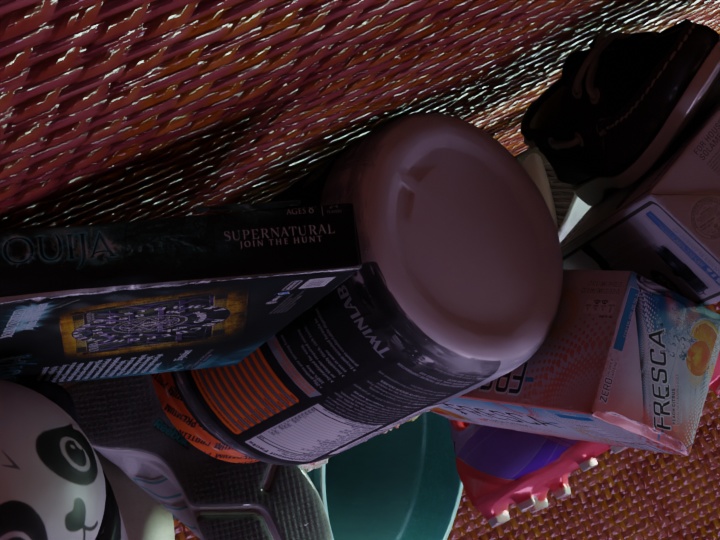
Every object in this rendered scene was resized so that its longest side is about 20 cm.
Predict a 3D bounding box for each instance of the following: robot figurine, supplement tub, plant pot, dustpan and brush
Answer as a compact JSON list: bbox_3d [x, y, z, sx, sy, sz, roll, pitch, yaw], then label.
[{"bbox_3d":[-0.146,0.134,0.726,0.124,0.150,0.201,-22,132,-15],"label":"robot figurine"},{"bbox_3d":[-0.010,0.018,0.858,0.122,0.123,0.199,-22,175,-42],"label":"supplement tub"},{"bbox_3d":[-0.051,0.111,1.254,0.187,0.202,0.200,4,-167,31],"label":"plant pot"},{"bbox_3d":[0.108,-0.016,1.020,0.140,0.057,0.201,-56,-157,34],"label":"dustpan and brush"}]

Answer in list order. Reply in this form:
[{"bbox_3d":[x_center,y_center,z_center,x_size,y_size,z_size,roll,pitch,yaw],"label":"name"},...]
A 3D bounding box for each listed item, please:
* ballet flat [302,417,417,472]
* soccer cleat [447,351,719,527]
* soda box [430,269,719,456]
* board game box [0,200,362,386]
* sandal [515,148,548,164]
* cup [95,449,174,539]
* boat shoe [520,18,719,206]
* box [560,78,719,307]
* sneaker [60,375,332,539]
[{"bbox_3d":[-0.014,0.068,1.051,0.199,0.076,0.064,-29,169,21],"label":"ballet flat"},{"bbox_3d":[0.110,0.065,0.931,0.066,0.077,0.200,-15,162,-38],"label":"soccer cleat"},{"bbox_3d":[0.082,0.040,0.880,0.063,0.069,0.199,23,169,-29],"label":"soda box"},{"bbox_3d":[-0.091,0.014,0.704,0.134,0.028,0.200,-5,169,-18],"label":"board game box"},{"bbox_3d":[0.069,-0.030,1.228,0.199,0.082,0.054,-21,157,28],"label":"sandal"},{"bbox_3d":[-0.228,0.163,1.056,0.199,0.202,0.143,-27,150,21],"label":"cup"},{"bbox_3d":[0.121,-0.082,0.862,0.074,0.060,0.200,-51,180,-7],"label":"boat shoe"},{"bbox_3d":[0.164,-0.038,0.867,0.117,0.060,0.200,-49,180,-10],"label":"box"},{"bbox_3d":[-0.097,0.104,1.047,0.071,0.200,0.080,-51,-174,-7],"label":"sneaker"}]
